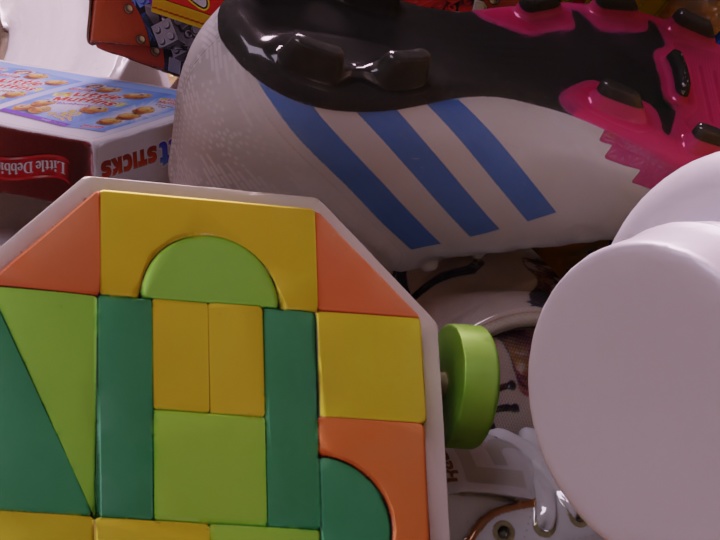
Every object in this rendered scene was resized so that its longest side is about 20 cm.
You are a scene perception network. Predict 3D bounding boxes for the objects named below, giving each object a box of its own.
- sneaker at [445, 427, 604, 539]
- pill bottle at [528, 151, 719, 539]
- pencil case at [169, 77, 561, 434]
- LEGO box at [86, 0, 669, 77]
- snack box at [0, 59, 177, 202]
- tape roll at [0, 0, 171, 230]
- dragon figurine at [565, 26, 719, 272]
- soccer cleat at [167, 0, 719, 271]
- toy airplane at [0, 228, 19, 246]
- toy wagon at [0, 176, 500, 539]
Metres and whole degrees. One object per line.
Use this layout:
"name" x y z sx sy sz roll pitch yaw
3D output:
"sneaker" 0.055 0.071 0.759 0.199 0.085 0.073 -27 39 -10
"pill bottle" 0.134 0.015 0.708 0.109 0.110 0.199 22 24 38
"pencil case" 0.000 0.000 0.863 0.089 0.078 0.200 -16 38 -20
"LEGO box" 0.022 -0.120 0.915 0.148 0.078 0.200 19 32 15
"snack box" -0.140 -0.052 0.886 0.199 0.025 0.072 11 19 32
"tape roll" -0.163 -0.043 0.982 0.201 0.071 0.203 -11 41 10
"dragon figurine" 0.106 -0.039 0.878 0.099 0.059 0.201 -16 42 4
"soccer cleat" 0.038 -0.035 0.790 0.199 0.087 0.070 9 43 -22
"toy airplane" -0.134 0.057 0.788 0.197 0.142 0.200 3 13 -5
"toy wagon" -0.038 0.076 0.677 0.154 0.040 0.202 5 66 -16
